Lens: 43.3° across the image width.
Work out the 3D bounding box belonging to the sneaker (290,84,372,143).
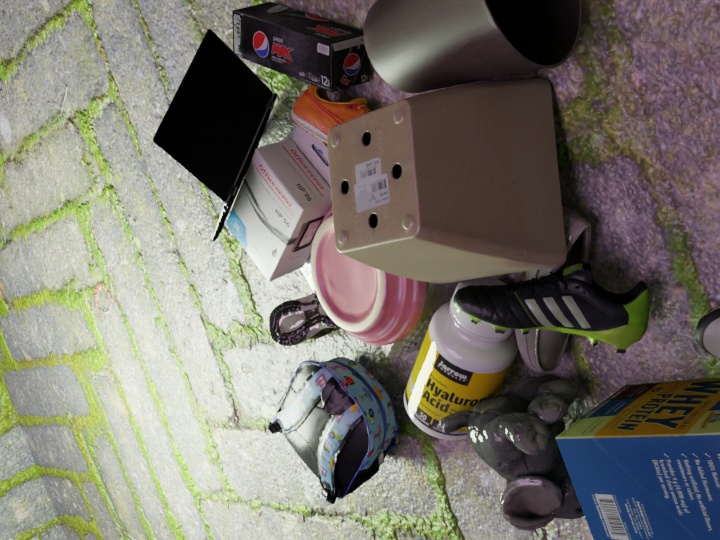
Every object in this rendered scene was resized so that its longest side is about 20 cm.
[{"bbox_3d":[0.002,-0.170,1.132,0.200,0.073,0.077,36,99,11],"label":"sneaker"}]

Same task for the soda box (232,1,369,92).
[{"bbox_3d":[-0.078,-0.290,1.165,0.200,0.071,0.063,29,131,37],"label":"soda box"}]

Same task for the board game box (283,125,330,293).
[{"bbox_3d":[-0.052,-0.095,1.263,0.199,0.043,0.200,-37,81,52],"label":"board game box"}]

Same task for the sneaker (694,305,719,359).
[{"bbox_3d":[0.392,0.076,0.812,0.200,0.079,0.074,16,123,45],"label":"sneaker"}]

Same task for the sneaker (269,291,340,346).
[{"bbox_3d":[-0.033,0.056,1.308,0.200,0.089,0.077,-16,80,29],"label":"sneaker"}]

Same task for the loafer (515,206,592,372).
[{"bbox_3d":[0.215,0.028,0.998,0.070,0.070,0.201,30,130,47],"label":"loafer"}]

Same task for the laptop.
[{"bbox_3d":[-0.199,-0.176,1.225,0.116,0.188,0.200,23,153,-8],"label":"laptop"}]

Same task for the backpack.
[{"bbox_3d":[-0.026,0.208,1.323,0.183,0.134,0.200,47,139,22],"label":"backpack"}]

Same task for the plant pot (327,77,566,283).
[{"bbox_3d":[0.076,-0.093,0.963,0.200,0.177,0.201,-10,82,51],"label":"plant pot"}]

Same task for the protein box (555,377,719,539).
[{"bbox_3d":[0.340,0.224,0.905,0.200,0.135,0.199,-16,97,52],"label":"protein box"}]

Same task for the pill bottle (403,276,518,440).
[{"bbox_3d":[0.128,0.105,1.109,0.111,0.111,0.200,41,136,27],"label":"pill bottle"}]

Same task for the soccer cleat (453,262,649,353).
[{"bbox_3d":[0.198,0.028,0.940,0.199,0.068,0.081,9,112,8],"label":"soccer cleat"}]

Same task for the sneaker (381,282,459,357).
[{"bbox_3d":[0.070,0.030,1.177,0.081,0.076,0.200,49,132,31],"label":"sneaker"}]

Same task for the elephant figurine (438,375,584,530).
[{"bbox_3d":[0.218,0.237,1.060,0.155,0.141,0.200,7,124,64],"label":"elephant figurine"}]

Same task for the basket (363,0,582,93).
[{"bbox_3d":[0.103,-0.262,0.924,0.200,0.136,0.181,-15,85,56],"label":"basket"}]

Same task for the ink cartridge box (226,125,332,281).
[{"bbox_3d":[-0.103,-0.095,1.233,0.116,0.068,0.200,51,139,19],"label":"ink cartridge box"}]

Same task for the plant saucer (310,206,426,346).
[{"bbox_3d":[0.000,0.000,1.155,0.200,0.051,0.201,18,114,47],"label":"plant saucer"}]
